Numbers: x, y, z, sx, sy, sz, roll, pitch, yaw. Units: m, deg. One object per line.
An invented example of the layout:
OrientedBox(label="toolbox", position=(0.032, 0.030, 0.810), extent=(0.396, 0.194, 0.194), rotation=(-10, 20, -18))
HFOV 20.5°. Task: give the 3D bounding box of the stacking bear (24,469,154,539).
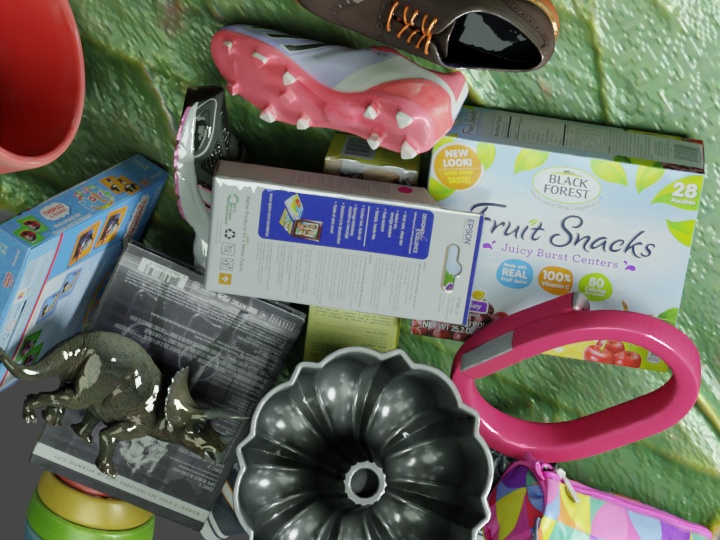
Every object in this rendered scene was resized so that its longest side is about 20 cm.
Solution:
OrientedBox(label="stacking bear", position=(-0.219, 0.182, 1.614), extent=(0.113, 0.122, 0.202), rotation=(14, 110, -2))

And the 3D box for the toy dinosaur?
OrientedBox(label="toy dinosaur", position=(-0.187, 0.084, 1.459), extent=(0.200, 0.077, 0.102), rotation=(39, 95, -29))

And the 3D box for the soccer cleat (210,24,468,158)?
OrientedBox(label="soccer cleat", position=(-0.017, -0.139, 1.440), extent=(0.199, 0.076, 0.067), rotation=(22, 137, 27))

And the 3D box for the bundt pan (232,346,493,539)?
OrientedBox(label="bundt pan", position=(-0.004, 0.157, 1.495), extent=(0.200, 0.076, 0.204), rotation=(0, 89, -12))

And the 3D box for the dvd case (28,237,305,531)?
OrientedBox(label="dvd case", position=(-0.149, 0.090, 1.519), extent=(0.147, 0.016, 0.201), rotation=(23, 109, -11))

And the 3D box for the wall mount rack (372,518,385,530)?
OrientedBox(label="wall mount rack", position=(0.022, 0.264, 1.625), extent=(0.199, 0.075, 0.174), rotation=(35, 125, -11))

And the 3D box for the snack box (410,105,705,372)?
OrientedBox(label="snack box", position=(0.144, -0.024, 1.476), extent=(0.198, 0.068, 0.170), rotation=(9, 118, 3))

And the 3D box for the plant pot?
OrientedBox(label="plant pot", position=(-0.325, -0.147, 1.426), extent=(0.176, 0.201, 0.202), rotation=(-17, 113, 26))

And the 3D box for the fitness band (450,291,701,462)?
OrientedBox(label="fitness band", position=(0.157, 0.082, 1.481), extent=(0.199, 0.038, 0.143), rotation=(-23, 131, 35))

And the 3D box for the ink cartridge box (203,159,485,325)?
OrientedBox(label="ink cartridge box", position=(-0.013, -0.020, 1.448), extent=(0.198, 0.037, 0.096), rotation=(9, 119, 2))

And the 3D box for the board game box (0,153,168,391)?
OrientedBox(label="board game box", position=(-0.228, 0.007, 1.473), extent=(0.036, 0.200, 0.152), rotation=(33, 117, 12))

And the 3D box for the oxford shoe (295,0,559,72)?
OrientedBox(label="oxford shoe", position=(0.043, -0.185, 1.408), extent=(0.198, 0.073, 0.072), rotation=(11, 118, 3))

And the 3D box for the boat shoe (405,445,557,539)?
OrientedBox(label="boat shoe", position=(0.055, 0.152, 1.581), extent=(0.198, 0.071, 0.091), rotation=(20, 116, -9))

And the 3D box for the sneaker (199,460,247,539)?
OrientedBox(label="sneaker", position=(-0.116, 0.121, 1.582), extent=(0.079, 0.079, 0.201), rotation=(-13, 118, 15))

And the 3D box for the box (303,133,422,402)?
OrientedBox(label="box", position=(0.000, 0.000, 1.520), extent=(0.074, 0.050, 0.202), rotation=(8, 118, 4))

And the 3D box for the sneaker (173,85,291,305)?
OrientedBox(label="sneaker", position=(-0.090, -0.052, 1.501), extent=(0.085, 0.081, 0.202), rotation=(-4, 127, 3))

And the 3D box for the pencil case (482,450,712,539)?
OrientedBox(label="pencil case", position=(0.190, 0.210, 1.546), extent=(0.199, 0.089, 0.089), rotation=(24, 119, -28))
